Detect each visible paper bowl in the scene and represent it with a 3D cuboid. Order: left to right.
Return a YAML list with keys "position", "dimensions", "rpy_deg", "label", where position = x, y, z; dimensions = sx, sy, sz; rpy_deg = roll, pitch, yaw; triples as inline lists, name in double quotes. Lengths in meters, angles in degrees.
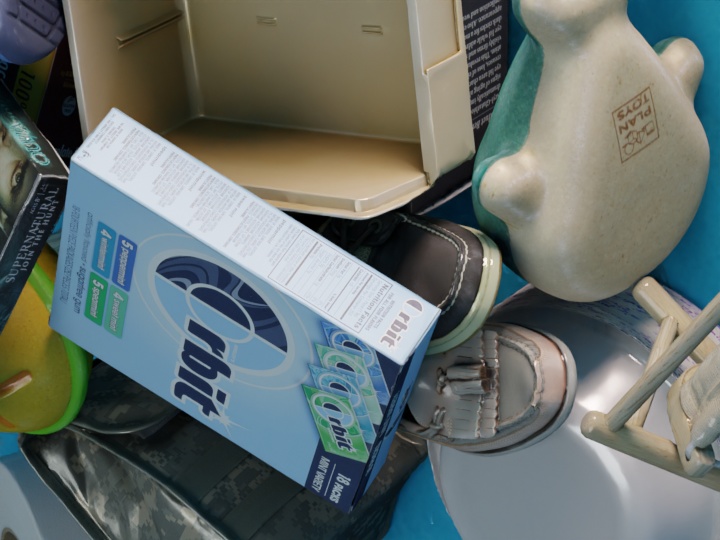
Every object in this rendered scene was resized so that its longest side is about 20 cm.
- position: [0.124, 0.108, 1.468]
  dimensions: [0.200, 0.104, 0.202]
  rpy_deg: [17, 122, 30]
  label: "paper bowl"

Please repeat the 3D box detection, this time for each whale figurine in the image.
- position: [0.107, -0.083, 1.363]
  dimensions: [0.104, 0.159, 0.201]
  rpy_deg: [29, 144, 42]
  label: "whale figurine"

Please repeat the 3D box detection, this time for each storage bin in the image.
- position: [-0.051, -0.142, 1.350]
  dimensions: [0.197, 0.094, 0.201]
  rpy_deg: [9, 115, 35]
  label: "storage bin"

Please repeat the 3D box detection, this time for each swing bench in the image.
- position: [0.251, 0.042, 1.290]
  dimensions: [0.199, 0.130, 0.199]
  rpy_deg: [34, 130, -5]
  label: "swing bench"

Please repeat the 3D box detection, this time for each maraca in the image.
- position: [-0.233, 0.014, 1.523]
  dimensions: [0.200, 0.107, 0.138]
  rpy_deg: [39, 133, 15]
  label: "maraca"

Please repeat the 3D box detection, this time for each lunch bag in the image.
- position: [-0.088, 0.110, 1.589]
  dimensions: [0.200, 0.164, 0.118]
  rpy_deg: [40, 135, 15]
  label: "lunch bag"

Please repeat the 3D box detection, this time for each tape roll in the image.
- position: [-0.206, 0.218, 1.752]
  dimensions: [0.203, 0.037, 0.204]
  rpy_deg: [165, 90, -69]
  label: "tape roll"

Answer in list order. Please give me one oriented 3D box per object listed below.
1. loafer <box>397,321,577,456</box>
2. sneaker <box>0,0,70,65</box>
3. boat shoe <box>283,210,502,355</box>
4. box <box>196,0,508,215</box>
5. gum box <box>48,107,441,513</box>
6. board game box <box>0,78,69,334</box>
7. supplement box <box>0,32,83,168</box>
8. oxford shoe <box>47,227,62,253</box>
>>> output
- position: [0.034, 0.062, 1.420]
  dimensions: [0.199, 0.063, 0.073]
  rpy_deg: [-1, 85, 56]
  label: "loafer"
- position: [-0.202, -0.190, 1.403]
  dimensions: [0.082, 0.074, 0.201]
  rpy_deg: [-19, 60, 16]
  label: "sneaker"
- position: [0.000, -0.001, 1.400]
  dimensions: [0.200, 0.066, 0.072]
  rpy_deg: [11, 82, 60]
  label: "boat shoe"
- position: [-0.004, -0.148, 1.444]
  dimensions: [0.147, 0.104, 0.201]
  rpy_deg: [17, 120, 30]
  label: "box"
- position: [-0.066, 0.025, 1.384]
  dimensions: [0.199, 0.045, 0.170]
  rpy_deg: [32, 148, 9]
  label: "gum box"
- position: [-0.232, -0.010, 1.432]
  dimensions: [0.135, 0.028, 0.201]
  rpy_deg: [49, 121, 37]
  label: "board game box"
- position: [-0.211, -0.159, 1.535]
  dimensions: [0.199, 0.133, 0.199]
  rpy_deg: [21, 99, 29]
  label: "supplement box"
- position: [-0.162, -0.011, 1.666]
  dimensions: [0.075, 0.058, 0.200]
  rpy_deg: [46, 146, 2]
  label: "oxford shoe"
